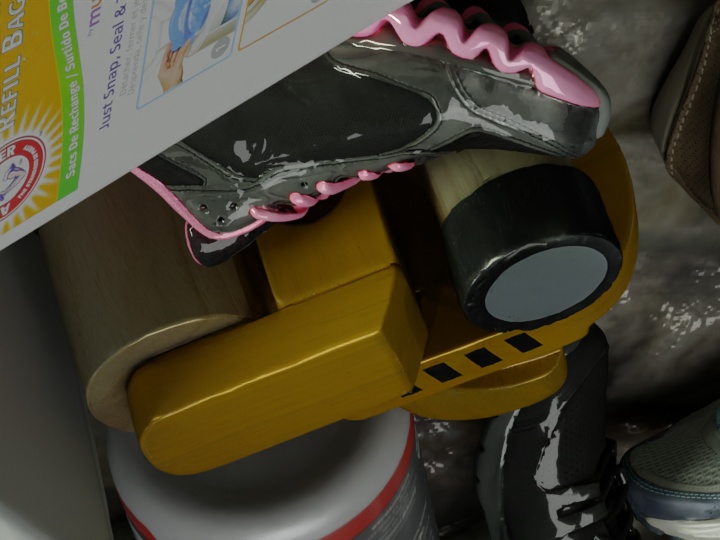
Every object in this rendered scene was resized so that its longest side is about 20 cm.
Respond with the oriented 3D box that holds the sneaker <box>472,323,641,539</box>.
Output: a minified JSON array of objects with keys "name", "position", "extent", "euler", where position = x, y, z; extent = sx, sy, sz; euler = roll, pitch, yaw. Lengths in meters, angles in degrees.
[{"name":"sneaker","position":[0.090,0.107,0.990],"extent":[0.081,0.073,0.201],"euler":[17,122,23]}]

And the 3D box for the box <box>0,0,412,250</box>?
[{"name":"box","position":[-0.077,-0.101,0.646],"extent":[0.200,0.112,0.102],"euler":[-35,152,-38]}]

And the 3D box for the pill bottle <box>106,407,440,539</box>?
[{"name":"pill bottle","position":[-0.025,0.113,0.961],"extent":[0.115,0.116,0.201],"euler":[-16,139,-3]}]

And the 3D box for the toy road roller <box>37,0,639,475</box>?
[{"name":"toy road roller","position":[0.000,0.000,0.848],"extent":[0.199,0.124,0.146],"euler":[-20,149,1]}]

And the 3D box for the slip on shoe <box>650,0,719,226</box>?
[{"name":"slip on shoe","position":[0.157,-0.095,0.843],"extent":[0.075,0.061,0.201],"euler":[2,135,-22]}]

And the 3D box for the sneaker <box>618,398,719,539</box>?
[{"name":"sneaker","position":[0.196,0.048,1.017],"extent":[0.199,0.078,0.087],"euler":[-19,128,-10]}]

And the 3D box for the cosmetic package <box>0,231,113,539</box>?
[{"name":"cosmetic package","position":[-0.206,0.039,0.777],"extent":[0.164,0.166,0.200],"euler":[-30,137,14]}]

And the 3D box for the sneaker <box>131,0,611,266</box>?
[{"name":"sneaker","position":[-0.022,-0.046,0.762],"extent":[0.198,0.079,0.096],"euler":[9,96,8]}]
